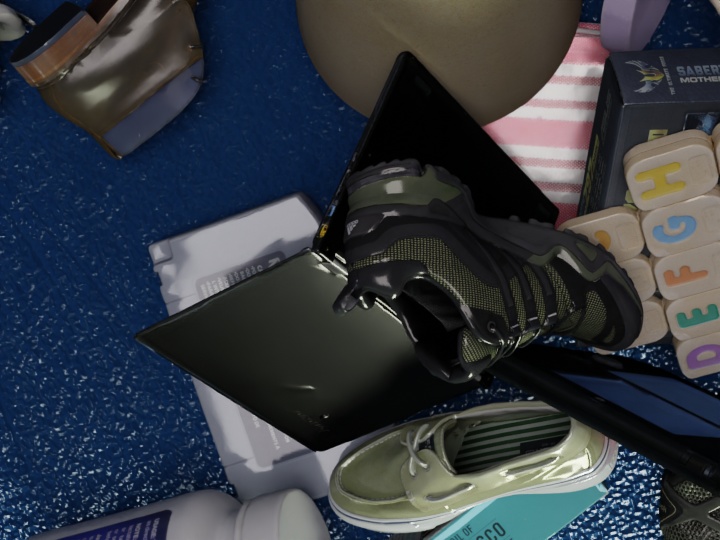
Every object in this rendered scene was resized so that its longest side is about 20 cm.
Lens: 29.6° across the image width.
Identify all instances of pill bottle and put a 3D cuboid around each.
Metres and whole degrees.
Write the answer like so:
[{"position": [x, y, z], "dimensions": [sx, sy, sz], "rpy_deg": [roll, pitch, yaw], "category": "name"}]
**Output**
[{"position": [-0.122, 0.210, 0.894], "dimensions": [0.199, 0.120, 0.121], "rpy_deg": [-17, 95, 18], "category": "pill bottle"}]

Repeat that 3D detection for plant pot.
[{"position": [0.039, -0.195, 0.780], "dimensions": [0.185, 0.200, 0.189], "rpy_deg": [-1, 81, 7], "category": "plant pot"}]

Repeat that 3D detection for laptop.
[{"position": [0.000, 0.000, 0.831], "dimensions": [0.115, 0.187, 0.201], "rpy_deg": [11, 71, 42], "category": "laptop"}]

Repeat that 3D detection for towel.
[{"position": [0.099, -0.065, 0.899], "dimensions": [0.145, 0.030, 0.202], "rpy_deg": [5, 100, 6], "category": "towel"}]

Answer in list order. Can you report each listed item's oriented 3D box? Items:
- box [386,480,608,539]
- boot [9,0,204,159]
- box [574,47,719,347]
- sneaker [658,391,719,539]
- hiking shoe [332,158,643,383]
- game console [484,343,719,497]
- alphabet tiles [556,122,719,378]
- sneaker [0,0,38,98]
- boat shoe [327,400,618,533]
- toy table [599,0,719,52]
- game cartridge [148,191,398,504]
[{"position": [0.070, 0.178, 0.902], "dimensions": [0.200, 0.082, 0.049], "rpy_deg": [-40, 93, 10], "category": "box"}, {"position": [-0.125, -0.165, 0.904], "dimensions": [0.199, 0.075, 0.097], "rpy_deg": [-38, 118, -2], "category": "boot"}, {"position": [0.212, -0.039, 0.810], "dimensions": [0.156, 0.051, 0.201], "rpy_deg": [-3, 135, -3], "category": "box"}, {"position": [0.289, 0.132, 0.874], "dimensions": [0.198, 0.076, 0.115], "rpy_deg": [-7, 102, 13], "category": "sneaker"}, {"position": [0.069, 0.020, 0.743], "dimensions": [0.199, 0.076, 0.101], "rpy_deg": [23, 68, -25], "category": "hiking shoe"}, {"position": [0.182, 0.086, 0.779], "dimensions": [0.199, 0.176, 0.031], "rpy_deg": [26, 97, 46], "category": "game console"}, {"position": [0.219, -0.010, 0.792], "dimensions": [0.194, 0.015, 0.201], "rpy_deg": [-15, 135, 12], "category": "alphabet tiles"}, {"position": [-0.277, -0.195, 0.901], "dimensions": [0.128, 0.079, 0.201], "rpy_deg": [2, 92, 0], "category": "sneaker"}, {"position": [0.059, 0.112, 0.844], "dimensions": [0.199, 0.062, 0.073], "rpy_deg": [-18, 55, 27], "category": "boat shoe"}, {"position": [0.229, -0.209, 0.799], "dimensions": [0.116, 0.184, 0.201], "rpy_deg": [24, 111, 19], "category": "toy table"}, {"position": [-0.051, 0.056, 0.925], "dimensions": [0.132, 0.042, 0.202], "rpy_deg": [-18, 94, 4], "category": "game cartridge"}]
